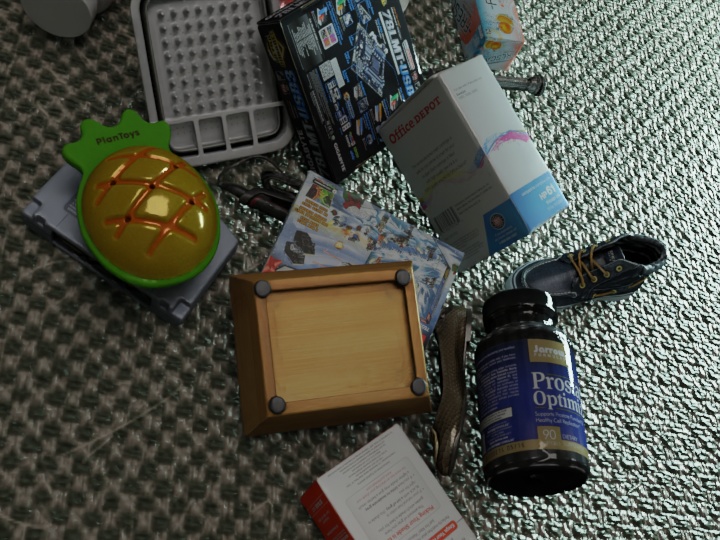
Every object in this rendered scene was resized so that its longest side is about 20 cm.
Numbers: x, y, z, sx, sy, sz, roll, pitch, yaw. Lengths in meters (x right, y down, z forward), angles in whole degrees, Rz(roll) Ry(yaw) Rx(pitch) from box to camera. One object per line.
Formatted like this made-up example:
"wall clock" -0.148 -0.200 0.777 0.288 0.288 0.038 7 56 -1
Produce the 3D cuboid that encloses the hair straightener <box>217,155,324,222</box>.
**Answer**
"hair straightener" -0.069 -0.078 1.026 0.196 0.041 0.078 21 56 -4

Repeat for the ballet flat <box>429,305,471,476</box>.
"ballet flat" 0.091 0.123 0.954 0.045 0.068 0.203 9 55 1

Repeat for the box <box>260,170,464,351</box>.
"box" 0.000 0.000 0.974 0.197 0.040 0.139 28 74 -7

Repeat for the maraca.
"maraca" -0.215 -0.073 0.876 0.135 0.107 0.203 -17 69 -28

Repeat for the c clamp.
"c clamp" 0.160 -0.244 1.150 0.196 0.170 0.028 -1 100 -29

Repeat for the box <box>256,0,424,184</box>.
"box" -0.011 -0.238 1.060 0.198 0.049 0.203 -42 124 -36

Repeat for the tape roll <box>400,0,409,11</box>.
"tape roll" -0.026 -0.400 1.214 0.199 0.037 0.206 14 53 -19

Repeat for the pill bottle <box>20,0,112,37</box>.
"pill bottle" -0.327 -0.376 1.048 0.107 0.109 0.203 16 57 -12

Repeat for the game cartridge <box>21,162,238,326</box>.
"game cartridge" -0.235 -0.046 0.940 0.198 0.041 0.134 34 59 0

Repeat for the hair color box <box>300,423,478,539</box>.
"hair color box" 0.044 0.266 0.852 0.110 0.064 0.201 -26 72 -32

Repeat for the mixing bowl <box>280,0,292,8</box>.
"mixing bowl" -0.160 -0.329 1.088 0.196 0.109 0.204 9 59 -16

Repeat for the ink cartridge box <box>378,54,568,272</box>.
"ink cartridge box" 0.126 -0.122 1.032 0.084 0.144 0.202 -31 89 -33

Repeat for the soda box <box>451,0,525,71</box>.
"soda box" 0.174 -0.385 1.278 0.067 0.064 0.204 3 60 -19

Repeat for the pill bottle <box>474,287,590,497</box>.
"pill bottle" 0.179 0.128 0.954 0.109 0.112 0.204 9 59 -16

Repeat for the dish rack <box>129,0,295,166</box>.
"dish rack" -0.166 -0.228 1.006 0.168 0.043 0.204 -13 109 -20

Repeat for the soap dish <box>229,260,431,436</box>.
"soap dish" -0.026 0.073 0.890 0.195 0.081 0.161 -5 81 -14

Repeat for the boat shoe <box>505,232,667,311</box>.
"boat shoe" 0.274 -0.003 1.079 0.196 0.091 0.072 -7 64 -24
